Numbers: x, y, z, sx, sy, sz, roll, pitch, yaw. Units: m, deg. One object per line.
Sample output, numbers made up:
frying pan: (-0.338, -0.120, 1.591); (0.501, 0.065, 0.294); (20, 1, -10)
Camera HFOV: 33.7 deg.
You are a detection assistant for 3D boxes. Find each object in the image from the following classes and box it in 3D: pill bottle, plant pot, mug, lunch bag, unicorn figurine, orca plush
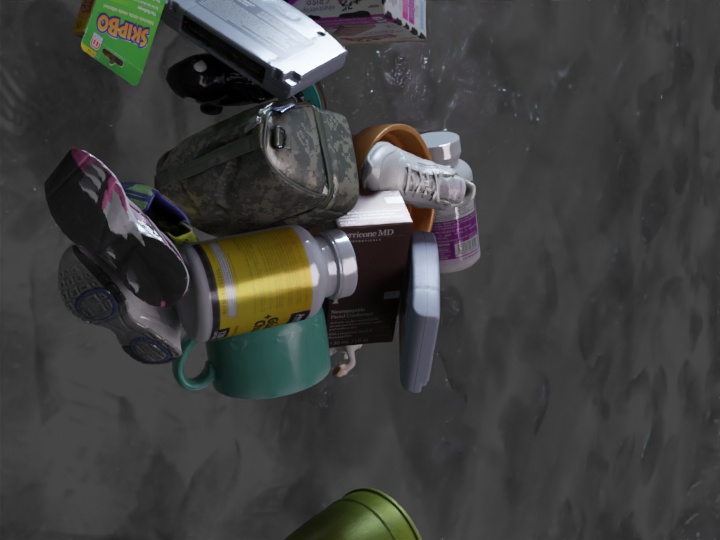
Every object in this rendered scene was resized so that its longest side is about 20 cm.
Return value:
pill bottle: (-0.108, 0.009, 1.357); (0.198, 0.112, 0.113); (-12, 107, -25)
plant pot: (-0.042, 0.422, 1.632); (0.192, 0.199, 0.203); (-11, 105, -42)
pill bottle: (0.122, -0.106, 1.840); (0.112, 0.111, 0.202); (-34, 123, -49)
mug: (-0.126, 0.081, 1.458); (0.185, 0.151, 0.116); (-29, 118, -51)
lunch bag: (-0.121, -0.117, 1.385); (0.167, 0.199, 0.141); (5, 72, -53)
unicorn figurine: (-0.043, 0.086, 1.650); (0.201, 0.073, 0.138); (64, 34, -31)
plant pot: (-0.005, -0.101, 1.622); (0.199, 0.139, 0.202); (-16, 109, -55)
orca plush: (-0.134, -0.210, 1.430); (0.199, 0.071, 0.106); (15, 118, -50)

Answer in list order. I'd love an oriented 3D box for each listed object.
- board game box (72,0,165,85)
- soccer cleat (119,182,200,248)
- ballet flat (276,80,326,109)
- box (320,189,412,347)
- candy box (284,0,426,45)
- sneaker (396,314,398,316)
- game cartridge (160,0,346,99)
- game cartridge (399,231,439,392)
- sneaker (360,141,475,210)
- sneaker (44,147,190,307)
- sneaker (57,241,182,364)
board game box: (-0.254, -0.314, 1.311); (0.095, 0.030, 0.202); (33, 65, -53)
soccer cleat: (-0.214, -0.032, 1.366); (0.200, 0.083, 0.065); (48, 56, -49)
ballet flat: (-0.095, -0.270, 1.528); (0.200, 0.067, 0.069); (51, 41, -47)
box: (0.000, 0.000, 1.498); (0.099, 0.075, 0.201); (-5, 129, -14)
candy box: (-0.003, -0.338, 1.544); (0.200, 0.135, 0.062); (-7, 97, -71)
sneaker: (-0.008, 0.023, 1.643); (0.199, 0.079, 0.074); (2, 121, -51)
game cartridge: (-0.121, -0.277, 1.382); (0.133, 0.199, 0.042); (-35, 155, -50)
game cartridge: (0.074, 0.041, 1.511); (0.201, 0.041, 0.134); (-88, -179, -58)
sneaker: (0.076, -0.120, 1.528); (0.199, 0.099, 0.076); (6, 93, -55)
sneaker: (-0.254, -0.037, 1.260); (0.080, 0.201, 0.086); (-38, 173, 0)
sneaker: (-0.266, 0.026, 1.328); (0.200, 0.074, 0.088); (54, 32, -46)
